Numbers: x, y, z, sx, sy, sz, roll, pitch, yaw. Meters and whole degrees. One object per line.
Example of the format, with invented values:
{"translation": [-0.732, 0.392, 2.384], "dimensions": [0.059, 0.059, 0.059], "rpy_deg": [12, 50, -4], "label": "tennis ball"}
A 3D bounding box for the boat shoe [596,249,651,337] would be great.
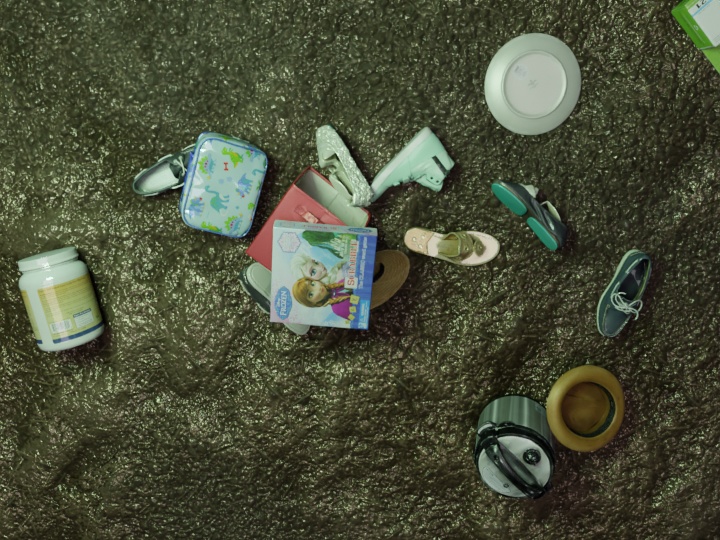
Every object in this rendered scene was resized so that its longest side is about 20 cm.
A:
{"translation": [0.569, 0.056, 1.487], "dimensions": [0.074, 0.062, 0.202], "rpy_deg": [22, 104, -4], "label": "boat shoe"}

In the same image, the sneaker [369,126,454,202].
{"translation": [0.105, -0.188, 1.454], "dimensions": [0.200, 0.074, 0.118], "rpy_deg": [-43, 100, 12], "label": "sneaker"}

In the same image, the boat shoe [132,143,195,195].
{"translation": [-0.394, -0.211, 1.483], "dimensions": [0.198, 0.060, 0.076], "rpy_deg": [-29, 99, 9], "label": "boat shoe"}

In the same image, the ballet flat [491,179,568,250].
{"translation": [0.362, -0.132, 1.460], "dimensions": [0.200, 0.073, 0.073], "rpy_deg": [45, 102, -1], "label": "ballet flat"}

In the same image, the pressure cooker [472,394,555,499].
{"translation": [0.331, 0.383, 1.493], "dimensions": [0.173, 0.200, 0.181], "rpy_deg": [6, 113, 11], "label": "pressure cooker"}

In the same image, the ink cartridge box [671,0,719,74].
{"translation": [0.734, -0.483, 1.348], "dimensions": [0.148, 0.076, 0.200], "rpy_deg": [-41, 96, 11], "label": "ink cartridge box"}

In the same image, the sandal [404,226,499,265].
{"translation": [0.197, -0.048, 1.481], "dimensions": [0.209, 0.070, 0.079], "rpy_deg": [9, 103, 1], "label": "sandal"}

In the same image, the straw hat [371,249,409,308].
{"translation": [0.000, 0.000, 1.492], "dimensions": [0.201, 0.201, 0.085], "rpy_deg": [-42, 54, 11], "label": "straw hat"}

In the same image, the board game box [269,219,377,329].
{"translation": [-0.073, 0.011, 1.339], "dimensions": [0.196, 0.041, 0.203], "rpy_deg": [4, 113, -1], "label": "board game box"}

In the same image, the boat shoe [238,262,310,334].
{"translation": [-0.191, 0.067, 1.535], "dimensions": [0.060, 0.074, 0.200], "rpy_deg": [-16, 125, 47], "label": "boat shoe"}

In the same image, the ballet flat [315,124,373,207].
{"translation": [-0.045, -0.214, 1.428], "dimensions": [0.071, 0.072, 0.201], "rpy_deg": [-36, 79, 10], "label": "ballet flat"}

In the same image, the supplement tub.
{"translation": [-0.656, 0.061, 1.517], "dimensions": [0.142, 0.145, 0.203], "rpy_deg": [-10, 102, 6], "label": "supplement tub"}

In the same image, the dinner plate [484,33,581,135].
{"translation": [0.355, -0.380, 1.422], "dimensions": [0.197, 0.024, 0.203], "rpy_deg": [1, 102, 4], "label": "dinner plate"}

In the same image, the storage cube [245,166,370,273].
{"translation": [-0.103, -0.078, 1.432], "dimensions": [0.170, 0.200, 0.180], "rpy_deg": [37, 109, -6], "label": "storage cube"}

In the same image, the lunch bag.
{"translation": [-0.290, -0.181, 1.455], "dimensions": [0.159, 0.082, 0.202], "rpy_deg": [12, 106, -22], "label": "lunch bag"}

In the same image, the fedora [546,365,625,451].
{"translation": [0.482, 0.296, 1.526], "dimensions": [0.198, 0.082, 0.204], "rpy_deg": [-1, 95, -16], "label": "fedora"}
